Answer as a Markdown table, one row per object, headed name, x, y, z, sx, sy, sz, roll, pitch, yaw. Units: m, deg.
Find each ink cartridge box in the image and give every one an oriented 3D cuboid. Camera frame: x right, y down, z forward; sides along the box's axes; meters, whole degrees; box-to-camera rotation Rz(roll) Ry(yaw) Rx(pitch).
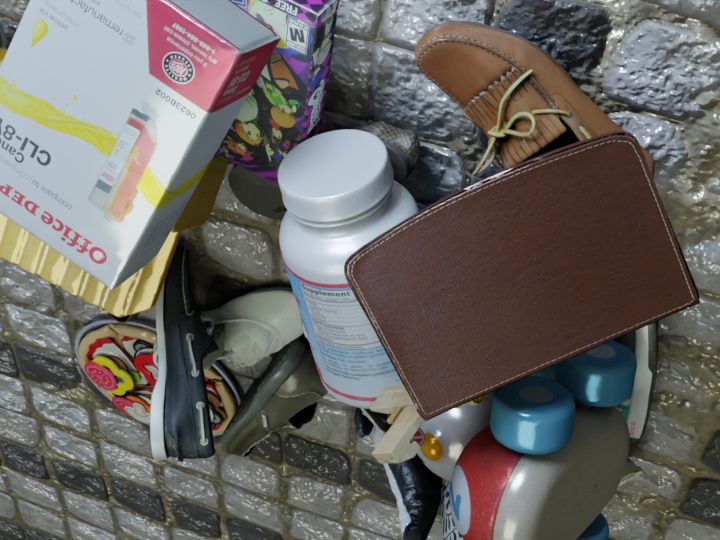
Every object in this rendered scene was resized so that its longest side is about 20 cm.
| name | x | y | z | sx | sy | sz | roll | pitch | yaw |
| --- | --- | --- | --- | --- | --- | --- | --- | --- | --- |
| ink cartridge box | -0.170 | -0.111 | 0.894 | 0.144 | 0.083 | 0.201 | 34 | 114 | 2 |

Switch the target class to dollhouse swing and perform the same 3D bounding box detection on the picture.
| name | x | y | z | sx | sy | sz | roll | pitch | yaw |
| --- | --- | --- | --- | --- | --- | --- | --- | --- | --- |
| dollhouse swing | -0.236 | -0.057 | 1.052 | 0.198 | 0.177 | 0.182 | 27 | -172 | 3 |

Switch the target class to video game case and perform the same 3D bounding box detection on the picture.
| name | x | y | z | sx | sy | sz | roll | pitch | yaw |
| --- | --- | --- | --- | --- | --- | --- | --- | --- | --- |
| video game case | -0.115 | -0.167 | 0.959 | 0.198 | 0.036 | 0.182 | 28 | 143 | 12 |

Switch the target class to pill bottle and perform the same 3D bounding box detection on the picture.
| name | x | y | z | sx | sy | sz | roll | pitch | yaw |
| --- | --- | --- | --- | --- | --- | --- | --- | --- | --- |
| pill bottle | 0.000 | 0.000 | 0.983 | 0.107 | 0.109 | 0.202 | 5 | 132 | 24 |

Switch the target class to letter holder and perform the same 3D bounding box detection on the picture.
| name | x | y | z | sx | sy | sz | roll | pitch | yaw |
| --- | --- | --- | --- | --- | --- | --- | --- | --- | --- |
| letter holder | 0.097 | -0.019 | 0.857 | 0.198 | 0.101 | 0.143 | -24 | 119 | 10 |

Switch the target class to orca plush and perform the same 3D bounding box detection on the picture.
| name | x | y | z | sx | sy | sz | roll | pitch | yaw |
| --- | --- | --- | --- | --- | --- | --- | --- | --- | --- |
| orca plush | 0.051 | 0.156 | 1.185 | 0.071 | 0.201 | 0.105 | -34 | 121 | 22 |

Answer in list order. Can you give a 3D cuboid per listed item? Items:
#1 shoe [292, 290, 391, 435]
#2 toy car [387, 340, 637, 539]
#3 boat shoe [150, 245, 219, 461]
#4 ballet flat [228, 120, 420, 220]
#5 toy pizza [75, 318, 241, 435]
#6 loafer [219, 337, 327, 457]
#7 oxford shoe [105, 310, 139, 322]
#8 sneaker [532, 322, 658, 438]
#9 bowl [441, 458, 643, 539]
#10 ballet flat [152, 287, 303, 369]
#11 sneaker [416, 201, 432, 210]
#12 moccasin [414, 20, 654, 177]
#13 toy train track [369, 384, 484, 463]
| name | x | y | z | sx | sy | sz | roll | pitch | yaw |
| --- | --- | --- | --- | --- | --- | --- | --- | --- | --- |
| shoe | -0.008 | 0.052 | 1.121 | 0.070 | 0.053 | 0.201 | -32 | 87 | 32 |
| toy car | 0.093 | 0.138 | 1.026 | 0.198 | 0.176 | 0.187 | 21 | 119 | 34 |
| boat shoe | -0.161 | 0.075 | 1.212 | 0.059 | 0.203 | 0.076 | 0 | 177 | -2 |
| ballet flat | -0.029 | -0.084 | 1.043 | 0.199 | 0.047 | 0.068 | -11 | 126 | 44 |
| toy pizza | -0.223 | 0.126 | 1.412 | 0.198 | 0.032 | 0.201 | 15 | 142 | 12 |
| loafer | -0.085 | 0.144 | 1.321 | 0.069 | 0.076 | 0.200 | 33 | 143 | -5 |
| oxford shoe | -0.237 | -0.030 | 1.187 | 0.072 | 0.085 | 0.201 | 3 | 137 | 28 |
| sneaker | 0.183 | 0.066 | 1.077 | 0.119 | 0.084 | 0.201 | 5 | 142 | 9 |
| bowl | 0.149 | 0.182 | 1.194 | 0.201 | 0.199 | 0.095 | -42 | 66 | 51 |
| ballet flat | -0.126 | 0.067 | 1.259 | 0.198 | 0.070 | 0.070 | -11 | 131 | 38 |
| sneaker | 0.081 | -0.006 | 1.044 | 0.198 | 0.076 | 0.105 | -11 | 131 | 39 |
| moccasin | 0.118 | -0.097 | 0.909 | 0.201 | 0.078 | 0.073 | 40 | 140 | -21 |
| toy train track | 0.077 | 0.069 | 0.945 | 0.033 | 0.200 | 0.114 | 50 | 149 | -18 |
